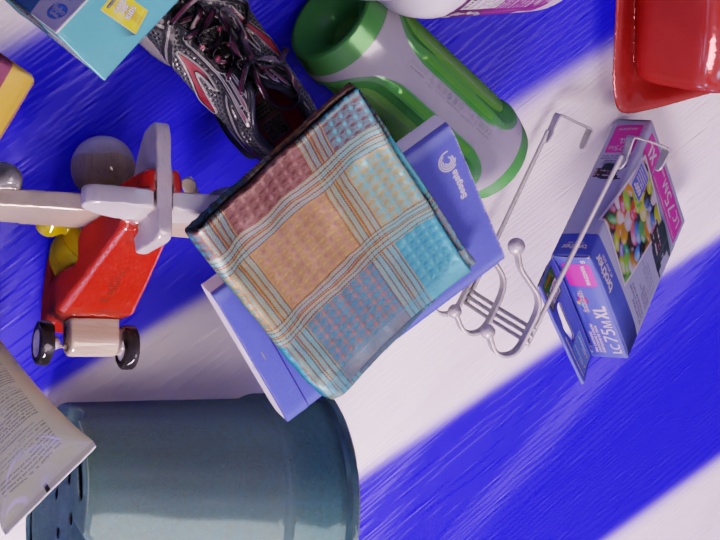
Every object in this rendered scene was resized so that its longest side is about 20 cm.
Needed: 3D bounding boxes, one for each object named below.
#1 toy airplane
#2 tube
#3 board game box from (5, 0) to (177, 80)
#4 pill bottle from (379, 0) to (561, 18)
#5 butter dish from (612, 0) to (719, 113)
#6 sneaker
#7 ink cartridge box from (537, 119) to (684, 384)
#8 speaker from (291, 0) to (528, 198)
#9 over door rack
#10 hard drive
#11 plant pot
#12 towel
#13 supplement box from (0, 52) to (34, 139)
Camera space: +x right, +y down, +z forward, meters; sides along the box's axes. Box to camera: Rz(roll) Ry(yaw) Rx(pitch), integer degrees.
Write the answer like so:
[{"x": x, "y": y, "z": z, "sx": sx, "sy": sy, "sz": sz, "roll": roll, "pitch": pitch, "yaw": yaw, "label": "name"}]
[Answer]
[{"x": -0.165, "y": -0.038, "z": 1.083, "sx": 0.199, "sy": 0.141, "sz": 0.200, "roll": -20, "pitch": 147, "yaw": 12, "label": "toy airplane"}, {"x": -0.234, "y": 0.096, "z": 1.067, "sx": 0.052, "sy": 0.200, "sz": 0.058, "roll": -2, "pitch": 113, "yaw": -30, "label": "tube"}, {"x": -0.132, "y": -0.225, "z": 1.002, "sx": 0.200, "sy": 0.151, "sz": 0.047, "roll": -48, "pitch": 129, "yaw": -4, "label": "board game box"}, {"x": 0.065, "y": -0.231, "z": 1.121, "sx": 0.200, "sy": 0.112, "sz": 0.112, "roll": -13, "pitch": 121, "yaw": -47, "label": "pill bottle"}, {"x": 0.315, "y": -0.218, "z": 1.299, "sx": 0.200, "sy": 0.148, "sz": 0.200, "roll": -16, "pitch": 120, "yaw": -25, "label": "butter dish"}, {"x": -0.088, "y": -0.149, "z": 1.109, "sx": 0.081, "sy": 0.075, "sz": 0.200, "roll": -45, "pitch": 116, "yaw": -5, "label": "sneaker"}, {"x": 0.211, "y": -0.016, "z": 1.343, "sx": 0.200, "sy": 0.042, "sz": 0.119, "roll": -58, "pitch": 137, "yaw": -35, "label": "ink cartridge box"}, {"x": 0.040, "y": -0.132, "z": 1.203, "sx": 0.200, "sy": 0.088, "sz": 0.088, "roll": 37, "pitch": 91, "yaw": -39, "label": "speaker"}, {"x": 0.129, "y": -0.040, "z": 1.262, "sx": 0.067, "sy": 0.148, "sz": 0.200, "roll": 36, "pitch": 90, "yaw": -22, "label": "over door rack"}, {"x": 0.000, "y": 0.000, "z": 1.132, "sx": 0.200, "sy": 0.025, "sz": 0.132, "roll": -37, "pitch": 130, "yaw": -12, "label": "hard drive"}, {"x": -0.131, "y": 0.176, "z": 1.192, "sx": 0.196, "sy": 0.200, "sz": 0.200, "roll": 7, "pitch": 109, "yaw": -27, "label": "plant pot"}, {"x": -0.013, "y": -0.013, "z": 1.073, "sx": 0.147, "sy": 0.022, "sz": 0.200, "roll": -43, "pitch": 136, "yaw": -7, "label": "towel"}, {"x": -0.314, "y": -0.131, "z": 0.946, "sx": 0.200, "sy": 0.131, "sz": 0.103, "roll": 29, "pitch": 94, "yaw": -40, "label": "supplement box"}]
